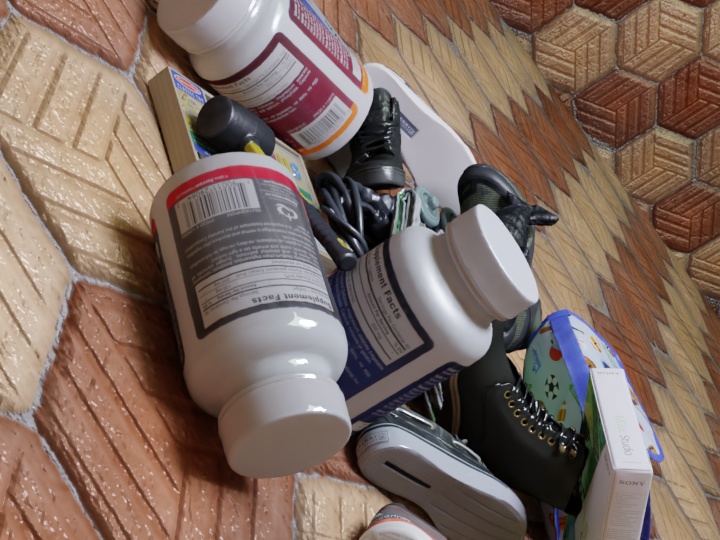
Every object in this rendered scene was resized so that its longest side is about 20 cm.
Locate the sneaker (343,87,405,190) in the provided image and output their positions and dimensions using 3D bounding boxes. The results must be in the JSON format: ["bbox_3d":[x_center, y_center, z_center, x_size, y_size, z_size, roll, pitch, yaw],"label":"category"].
[{"bbox_3d":[0.012,-0.131,1.144,0.200,0.059,0.106,-54,139,-86],"label":"sneaker"}]

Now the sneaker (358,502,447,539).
[{"bbox_3d":[0.075,0.248,0.855,0.201,0.077,0.082,55,13,-9],"label":"sneaker"}]

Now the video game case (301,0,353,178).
[{"bbox_3d":[-0.043,-0.215,1.303,0.182,0.045,0.201,51,21,-17],"label":"video game case"}]

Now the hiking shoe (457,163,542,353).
[{"bbox_3d":[0.135,-0.010,1.190,0.100,0.075,0.202,-18,94,-59],"label":"hiking shoe"}]

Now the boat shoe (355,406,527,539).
[{"bbox_3d":[0.072,0.165,0.968,0.200,0.072,0.071,41,30,-35],"label":"boat shoe"}]

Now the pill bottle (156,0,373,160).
[{"bbox_3d":[-0.087,-0.200,1.072,0.200,0.114,0.115,40,26,-42],"label":"pill bottle"}]

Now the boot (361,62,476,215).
[{"bbox_3d":[0.070,-0.152,1.297,0.201,0.073,0.090,52,17,-1],"label":"boot"}]

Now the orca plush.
[{"bbox_3d":[0.146,-0.003,1.111,0.200,0.071,0.106,-42,105,-39],"label":"orca plush"}]

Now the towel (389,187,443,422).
[{"bbox_3d":[0.067,0.040,1.098,0.150,0.030,0.202,-78,154,-57],"label":"towel"}]

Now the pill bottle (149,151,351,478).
[{"bbox_3d":[-0.071,0.029,0.772,0.110,0.110,0.202,32,32,-50],"label":"pill bottle"}]

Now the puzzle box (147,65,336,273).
[{"bbox_3d":[-0.097,-0.081,1.001,0.199,0.025,0.134,28,35,-55],"label":"puzzle box"}]

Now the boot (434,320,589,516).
[{"bbox_3d":[0.140,0.109,0.980,0.078,0.137,0.202,-51,153,-44],"label":"boot"}]

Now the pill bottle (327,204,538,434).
[{"bbox_3d":[0.027,0.037,0.862,0.111,0.199,0.111,48,22,-26],"label":"pill bottle"}]

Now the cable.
[{"bbox_3d":[0.000,0.000,1.027,0.200,0.050,0.165,53,30,-67],"label":"cable"}]

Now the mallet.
[{"bbox_3d":[-0.065,-0.069,0.884,0.066,0.041,0.200,34,12,-44],"label":"mallet"}]

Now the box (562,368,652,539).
[{"bbox_3d":[0.210,0.208,1.009,0.145,0.036,0.202,-85,180,-62],"label":"box"}]

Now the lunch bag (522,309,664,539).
[{"bbox_3d":[0.229,0.164,1.178,0.171,0.122,0.202,-101,179,-51],"label":"lunch bag"}]

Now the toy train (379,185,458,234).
[{"bbox_3d":[0.079,-0.006,1.238,0.200,0.085,0.115,36,39,-47],"label":"toy train"}]
